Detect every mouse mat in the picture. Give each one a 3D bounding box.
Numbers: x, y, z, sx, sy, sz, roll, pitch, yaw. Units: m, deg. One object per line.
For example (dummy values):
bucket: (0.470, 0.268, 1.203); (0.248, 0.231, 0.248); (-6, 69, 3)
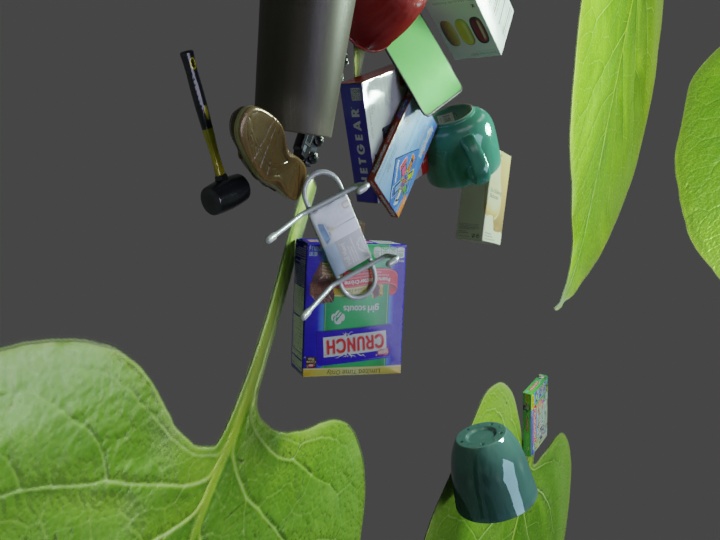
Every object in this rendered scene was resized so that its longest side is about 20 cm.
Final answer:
mouse mat: (0.099, -0.382, 1.166); (0.203, 0.007, 0.161); (57, 45, -8)

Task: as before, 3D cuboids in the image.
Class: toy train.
toy train: (-0.063, -0.259, 1.016); (0.045, 0.034, 0.206); (26, 76, -40)

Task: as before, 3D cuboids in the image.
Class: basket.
basket: (-0.080, -0.291, 0.896); (0.181, 0.132, 0.206); (-92, -170, -80)

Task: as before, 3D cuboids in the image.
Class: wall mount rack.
wall mount rack: (-0.043, -0.032, 0.934); (0.171, 0.074, 0.204); (-28, 107, -15)

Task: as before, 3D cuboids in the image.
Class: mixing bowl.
mixing bowl: (0.041, -0.459, 1.031); (0.197, 0.106, 0.207); (5, 84, -49)

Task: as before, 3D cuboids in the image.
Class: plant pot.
plant pot: (0.297, 0.454, 1.537); (0.199, 0.197, 0.166); (-27, 104, -49)

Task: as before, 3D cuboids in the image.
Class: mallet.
mallet: (-0.199, -0.169, 0.840); (0.066, 0.040, 0.205); (-45, 127, -45)

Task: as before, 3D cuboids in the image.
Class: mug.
mug: (0.196, -0.243, 1.256); (0.151, 0.182, 0.117); (-40, 125, -30)

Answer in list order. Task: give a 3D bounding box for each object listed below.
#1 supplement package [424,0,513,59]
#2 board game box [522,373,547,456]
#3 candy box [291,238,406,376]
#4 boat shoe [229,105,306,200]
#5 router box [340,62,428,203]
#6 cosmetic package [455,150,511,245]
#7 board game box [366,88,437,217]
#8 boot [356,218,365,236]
supplement package: (0.205, -0.520, 1.275); (0.200, 0.111, 0.112); (40, 63, -49)
board game box: (0.525, 0.434, 1.988); (0.133, 0.028, 0.206); (-27, 118, -51)
candy box: (-0.019, 0.057, 1.036); (0.164, 0.077, 0.207); (0, 98, -19)
boat shoe: (-0.134, -0.154, 0.872); (0.200, 0.070, 0.074); (42, 67, -70)
router box: (0.047, -0.244, 1.158); (0.179, 0.048, 0.205); (-37, 125, -46)
cosmetic package: (0.276, -0.165, 1.481); (0.104, 0.070, 0.207); (4, 93, -54)
board game box: (0.075, -0.206, 1.147); (0.103, 0.019, 0.204); (48, 58, -46)
boot: (0.000, 0.000, 1.133); (0.184, 0.063, 0.207); (-7, 98, -52)
